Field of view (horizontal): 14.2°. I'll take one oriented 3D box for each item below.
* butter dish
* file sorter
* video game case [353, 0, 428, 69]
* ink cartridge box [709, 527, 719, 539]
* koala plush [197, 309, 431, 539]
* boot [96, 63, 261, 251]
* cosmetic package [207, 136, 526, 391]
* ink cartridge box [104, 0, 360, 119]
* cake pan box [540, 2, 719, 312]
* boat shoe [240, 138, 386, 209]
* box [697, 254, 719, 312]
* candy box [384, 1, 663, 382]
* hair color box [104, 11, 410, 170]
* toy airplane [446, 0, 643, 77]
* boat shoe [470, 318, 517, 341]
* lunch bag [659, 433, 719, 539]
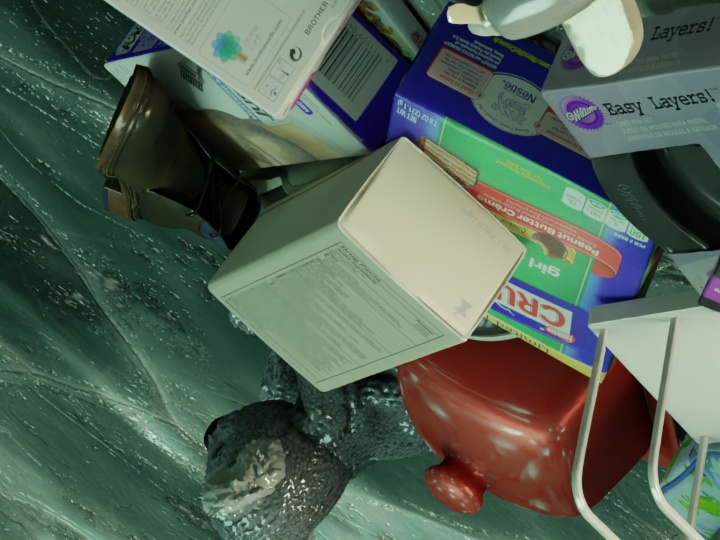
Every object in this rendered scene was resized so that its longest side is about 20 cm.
[{"bbox_3d":[0.095,0.094,1.905,0.199,0.148,0.200,25,158,24],"label":"butter dish"},{"bbox_3d":[0.237,0.093,1.599,0.199,0.125,0.139,-10,142,34],"label":"file sorter"},{"bbox_3d":[0.003,-0.127,1.746,0.143,0.018,0.200,12,150,49],"label":"video game case"},{"bbox_3d":[0.288,0.248,1.801,0.199,0.086,0.147,30,163,5],"label":"ink cartridge box"},{"bbox_3d":[-0.042,0.124,2.118,0.183,0.200,0.178,27,158,21],"label":"koala plush"},{"bbox_3d":[-0.105,-0.067,1.766,0.096,0.075,0.200,22,167,2],"label":"boot"},{"bbox_3d":[0.000,0.000,1.685,0.103,0.073,0.200,42,155,-13],"label":"cosmetic package"},{"bbox_3d":[-0.093,-0.189,1.615,0.200,0.120,0.042,34,-169,1],"label":"ink cartridge box"},{"bbox_3d":[0.213,-0.058,1.467,0.199,0.052,0.184,-4,136,44],"label":"cake pan box"},{"bbox_3d":[-0.016,-0.058,1.807,0.061,0.072,0.201,42,168,-15],"label":"boat shoe"},{"bbox_3d":[0.259,-0.013,1.414,0.142,0.036,0.200,24,151,4],"label":"box"},{"bbox_3d":[0.097,-0.042,1.668,0.169,0.077,0.200,28,155,9],"label":"candy box"},{"bbox_3d":[-0.062,-0.120,1.749,0.109,0.065,0.200,43,161,-21],"label":"hair color box"},{"bbox_3d":[0.056,-0.204,1.300,0.200,0.141,0.200,40,145,29],"label":"toy airplane"},{"bbox_3d":[0.046,0.001,1.829,0.199,0.074,0.060,5,172,33],"label":"boat shoe"},{"bbox_3d":[0.292,0.155,1.820,0.199,0.083,0.161,33,160,2],"label":"lunch bag"}]
